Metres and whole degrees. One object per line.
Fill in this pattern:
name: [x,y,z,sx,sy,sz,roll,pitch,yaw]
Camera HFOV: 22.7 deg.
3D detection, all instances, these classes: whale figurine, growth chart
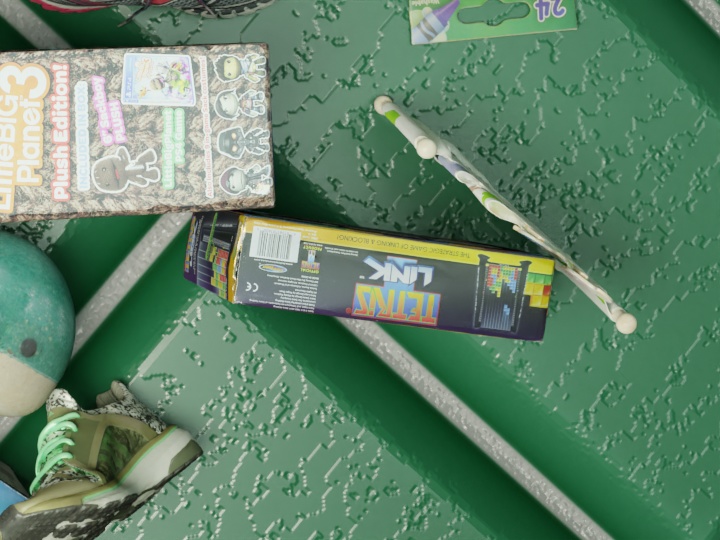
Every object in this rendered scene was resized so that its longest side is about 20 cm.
whale figurine: [-0.257,0.006,1.077,0.200,0.159,0.104,37,79,-31]
growth chart: [0.095,-0.038,1.178,0.200,0.145,0.018,40,96,-17]

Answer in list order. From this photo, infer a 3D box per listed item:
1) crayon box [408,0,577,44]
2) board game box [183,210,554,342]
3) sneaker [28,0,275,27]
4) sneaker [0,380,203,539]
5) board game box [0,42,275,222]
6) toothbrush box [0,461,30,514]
crayon box: [0.090,-0.258,1.203,0.125,0.052,0.202,-7,97,-14]
board game box: [0.000,0.000,1.139,0.198,0.165,0.057,8,91,-16]
sneaker: [-0.119,-0.196,1.139,0.198,0.075,0.081,-10,97,-15]
sneaker: [-0.178,0.119,1.108,0.077,0.200,0.089,-42,84,20]
board game box: [-0.165,-0.085,1.091,0.198,0.159,0.098,-4,96,-14]
toothbrush box: [-0.321,0.176,1.104,0.146,0.085,0.201,38,85,-20]
